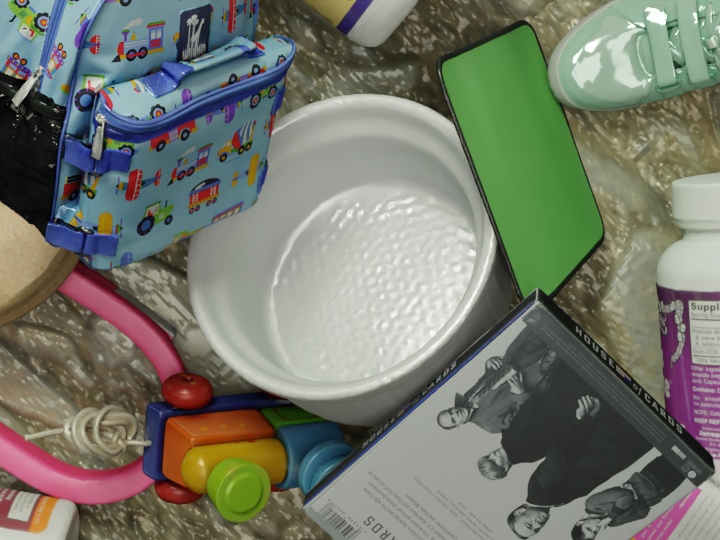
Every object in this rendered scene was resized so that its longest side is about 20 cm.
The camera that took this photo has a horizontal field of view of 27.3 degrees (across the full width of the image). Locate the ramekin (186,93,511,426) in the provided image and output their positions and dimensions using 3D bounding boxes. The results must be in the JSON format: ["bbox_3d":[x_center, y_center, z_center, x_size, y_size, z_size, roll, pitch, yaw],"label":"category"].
[{"bbox_3d":[0.000,0.000,0.933,0.199,0.098,0.202,-8,64,16],"label":"ramekin"}]

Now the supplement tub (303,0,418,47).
[{"bbox_3d":[-0.027,-0.251,0.916,0.200,0.145,0.146,38,94,-6],"label":"supplement tub"}]

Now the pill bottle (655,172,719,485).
[{"bbox_3d":[0.253,0.038,0.980,0.111,0.112,0.202,-6,97,-1],"label":"pill bottle"}]

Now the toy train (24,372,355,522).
[{"bbox_3d":[-0.100,0.123,0.941,0.199,0.116,0.085,-3,108,-29],"label":"toy train"}]

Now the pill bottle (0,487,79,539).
[{"bbox_3d":[-0.294,0.191,0.977,0.198,0.114,0.115,11,97,-3],"label":"pill bottle"}]

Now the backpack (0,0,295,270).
[{"bbox_3d":[-0.126,-0.127,0.842,0.134,0.182,0.201,35,126,25],"label":"backpack"}]

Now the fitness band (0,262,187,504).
[{"bbox_3d":[-0.207,0.071,1.004,0.199,0.037,0.144,34,95,-5],"label":"fitness band"}]

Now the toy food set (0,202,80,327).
[{"bbox_3d":[-0.265,-0.057,0.934,0.197,0.049,0.201,-18,102,-14],"label":"toy food set"}]

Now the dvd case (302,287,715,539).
[{"bbox_3d":[0.085,0.126,0.880,0.150,0.025,0.200,43,112,-11],"label":"dvd case"}]

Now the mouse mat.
[{"bbox_3d":[0.105,-0.070,0.926,0.007,0.200,0.162,-17,98,27],"label":"mouse mat"}]

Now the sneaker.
[{"bbox_3d":[0.221,-0.152,0.952,0.199,0.118,0.074,-17,99,1],"label":"sneaker"}]

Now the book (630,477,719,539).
[{"bbox_3d":[0.151,0.162,0.937,0.199,0.048,0.134,35,99,-4],"label":"book"}]
